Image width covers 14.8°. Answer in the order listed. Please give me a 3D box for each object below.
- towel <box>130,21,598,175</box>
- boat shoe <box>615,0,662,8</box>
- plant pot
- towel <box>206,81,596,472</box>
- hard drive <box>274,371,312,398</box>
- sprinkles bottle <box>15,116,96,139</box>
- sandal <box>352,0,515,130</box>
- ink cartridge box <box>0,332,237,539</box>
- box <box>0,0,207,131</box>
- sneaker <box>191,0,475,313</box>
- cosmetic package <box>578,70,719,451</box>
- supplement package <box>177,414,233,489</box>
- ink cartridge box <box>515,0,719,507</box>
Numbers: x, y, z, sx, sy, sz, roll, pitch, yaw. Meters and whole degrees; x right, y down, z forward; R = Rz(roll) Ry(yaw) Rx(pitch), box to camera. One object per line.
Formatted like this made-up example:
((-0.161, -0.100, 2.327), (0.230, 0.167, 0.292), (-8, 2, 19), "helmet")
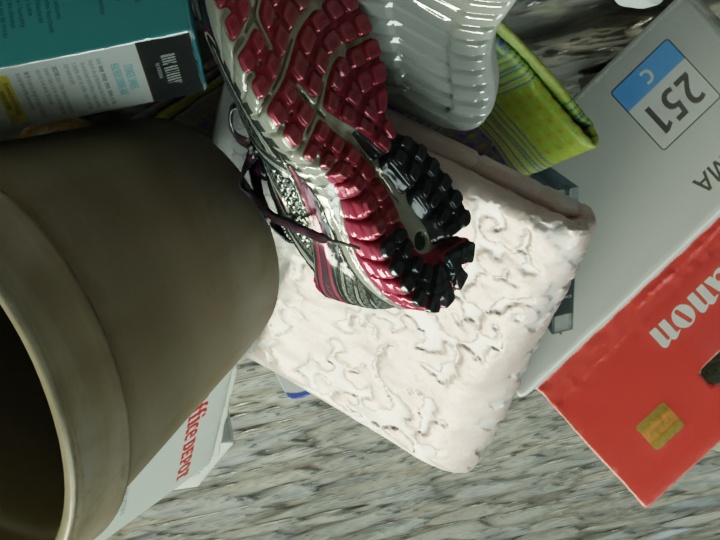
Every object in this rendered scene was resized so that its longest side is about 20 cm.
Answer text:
((0.000, -0.068, 1.345), (0.199, 0.023, 0.144), (-25, 126, 35), "towel")
((0.123, -0.162, 1.130), (0.066, 0.074, 0.200), (-12, 164, 12), "boat shoe")
((-0.137, 0.017, 1.261), (0.173, 0.201, 0.200), (-31, 180, -39), "plant pot")
((0.000, 0.000, 1.352), (0.190, 0.032, 0.200), (26, 139, 3), "towel")
((0.028, 0.006, 1.552), (0.131, 0.025, 0.200), (-25, -169, 14), "hard drive")
((-0.108, -0.030, 1.448), (0.068, 0.069, 0.200), (-18, 164, 23), "sprinkles bottle")
((0.035, -0.133, 1.214), (0.082, 0.050, 0.203), (21, 153, 5), "sandal")
((-0.168, 0.097, 1.388), (0.200, 0.083, 0.146), (-36, 164, -22), "ink cartridge box")
((-0.171, -0.094, 1.206), (0.199, 0.049, 0.082), (-11, 166, -1), "box")
((-0.027, -0.058, 1.231), (0.074, 0.201, 0.081), (-2, -142, 40), "sneaker")
((0.186, -0.012, 1.482), (0.071, 0.201, 0.105), (-18, 165, 20), "cosmetic package")
((-0.192, 0.077, 1.679), (0.199, 0.118, 0.117), (-7, 164, -17), "supplement package")
((0.152, -0.007, 1.387), (0.200, 0.176, 0.045), (-44, 174, 12), "ink cartridge box")
